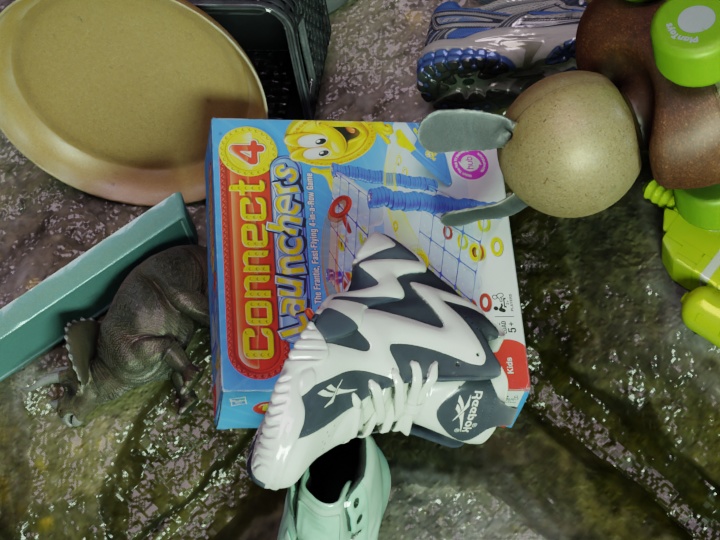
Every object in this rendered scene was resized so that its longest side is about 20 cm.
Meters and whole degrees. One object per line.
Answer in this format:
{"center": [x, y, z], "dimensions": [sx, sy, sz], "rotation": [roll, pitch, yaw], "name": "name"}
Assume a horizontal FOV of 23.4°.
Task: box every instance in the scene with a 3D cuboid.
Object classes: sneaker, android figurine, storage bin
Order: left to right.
{"center": [-0.129, -0.170, 1.212], "dimensions": [0.198, 0.136, 0.094], "rotation": [1, 53, 10], "name": "storage bin"}
{"center": [-0.035, 0.181, 1.033], "dimensions": [0.073, 0.118, 0.202], "rotation": [10, 66, 12], "name": "sneaker"}
{"center": [0.024, 0.072, 0.999], "dimensions": [0.129, 0.080, 0.199], "rotation": [27, 36, 5], "name": "sneaker"}
{"center": [0.137, -0.169, 1.211], "dimensions": [0.198, 0.077, 0.086], "rotation": [-2, 57, 7], "name": "sneaker"}
{"center": [0.280, -0.020, 1.129], "dimensions": [0.200, 0.041, 0.182], "rotation": [36, 74, 22], "name": "android figurine"}

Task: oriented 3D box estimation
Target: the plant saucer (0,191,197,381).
{"center": [-0.195, 0.020, 1.171], "dimensions": [0.199, 0.070, 0.019], "rotation": [-35, 70, -9], "name": "plant saucer"}

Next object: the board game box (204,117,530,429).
{"center": [0.000, 0.000, 1.125], "dimensions": [0.194, 0.056, 0.201], "rotation": [0, 62, -11], "name": "board game box"}

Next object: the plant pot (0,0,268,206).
{"center": [-0.157, -0.123, 1.170], "dimensions": [0.198, 0.201, 0.028], "rotation": [2, 48, 11], "name": "plant pot"}

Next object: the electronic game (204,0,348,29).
{"center": [-0.068, -0.276, 1.259], "dimensions": [0.198, 0.042, 0.202], "rotation": [-2, 103, -11], "name": "electronic game"}

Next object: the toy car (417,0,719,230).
{"center": [0.133, -0.095, 1.083], "dimensions": [0.199, 0.165, 0.158], "rotation": [-22, 49, -1], "name": "toy car"}

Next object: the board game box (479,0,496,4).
{"center": [0.119, -0.307, 1.267], "dimensions": [0.104, 0.103, 0.200], "rotation": [31, 71, 22], "name": "board game box"}

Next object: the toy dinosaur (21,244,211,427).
{"center": [-0.127, 0.029, 1.152], "dimensions": [0.102, 0.077, 0.200], "rotation": [38, 78, 10], "name": "toy dinosaur"}
